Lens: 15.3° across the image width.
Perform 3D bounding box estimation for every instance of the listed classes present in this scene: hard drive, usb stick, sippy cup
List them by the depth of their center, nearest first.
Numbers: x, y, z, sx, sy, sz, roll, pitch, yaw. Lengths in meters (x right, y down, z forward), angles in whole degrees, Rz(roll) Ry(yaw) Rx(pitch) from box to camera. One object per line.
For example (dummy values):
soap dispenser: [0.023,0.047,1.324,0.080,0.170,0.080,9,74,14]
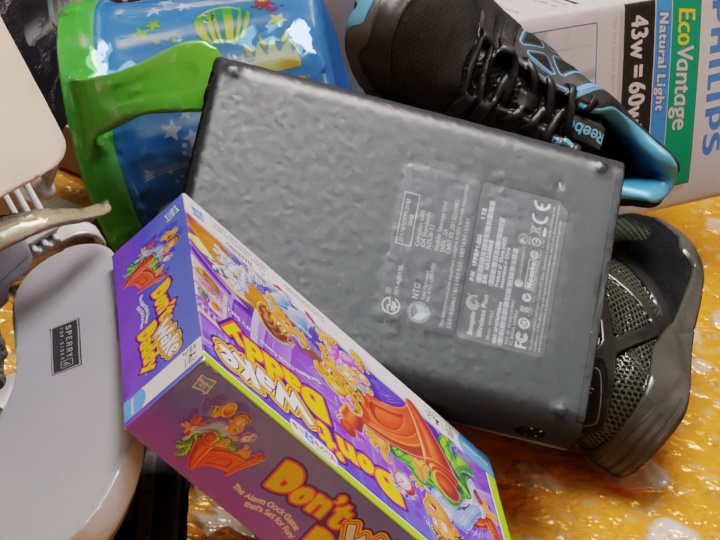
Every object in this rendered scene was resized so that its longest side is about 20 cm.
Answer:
usb stick: [-0.101,0.112,1.150,0.055,0.033,0.200,2,30,-3]
hard drive: [0.014,-0.009,1.230,0.199,0.033,0.140,15,68,-7]
sippy cup: [-0.072,-0.083,1.355,0.130,0.140,0.178,-14,30,7]

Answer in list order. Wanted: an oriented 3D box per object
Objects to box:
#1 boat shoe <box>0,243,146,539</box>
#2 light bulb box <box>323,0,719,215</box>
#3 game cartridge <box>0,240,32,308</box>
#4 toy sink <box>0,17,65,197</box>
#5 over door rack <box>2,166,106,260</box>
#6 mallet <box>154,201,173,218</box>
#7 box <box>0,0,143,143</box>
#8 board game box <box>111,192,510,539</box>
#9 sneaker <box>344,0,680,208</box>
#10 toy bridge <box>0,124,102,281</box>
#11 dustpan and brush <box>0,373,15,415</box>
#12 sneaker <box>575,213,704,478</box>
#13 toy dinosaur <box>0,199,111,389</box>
boat shoe: [-0.112,0.064,1.106,0.068,0.057,0.200,-17,33,10]
light bulb box: [0.067,-0.107,1.467,0.200,0.125,0.198,-12,24,-36]
game cartridge: [-0.260,-0.004,1.180,0.200,0.042,0.133,24,49,29]
toy sink: [-0.239,-0.096,1.139,0.130,0.112,0.200,-31,93,-35]
over door rack: [-0.232,-0.007,1.251,0.199,0.067,0.148,-23,45,-13]
mallet: [-0.014,0.012,1.322,0.199,0.066,0.041,9,40,-6]
box: [-0.200,-0.160,1.423,0.117,0.197,0.200,27,32,23]
board game box: [-0.016,0.073,1.123,0.200,0.045,0.135,42,18,-26]
sneaker: [0.076,-0.088,1.294,0.200,0.073,0.082,27,-4,-41]
toy bridge: [-0.168,-0.028,1.376,0.067,0.027,0.200,23,31,19]
dustpan and brush: [-0.180,0.081,1.167,0.139,0.057,0.200,12,35,14]
sneaker: [0.108,0.009,1.335,0.114,0.076,0.200,39,30,-13]
toy dinosaur: [-0.189,0.015,1.097,0.199,0.048,0.088,-16,40,-13]
